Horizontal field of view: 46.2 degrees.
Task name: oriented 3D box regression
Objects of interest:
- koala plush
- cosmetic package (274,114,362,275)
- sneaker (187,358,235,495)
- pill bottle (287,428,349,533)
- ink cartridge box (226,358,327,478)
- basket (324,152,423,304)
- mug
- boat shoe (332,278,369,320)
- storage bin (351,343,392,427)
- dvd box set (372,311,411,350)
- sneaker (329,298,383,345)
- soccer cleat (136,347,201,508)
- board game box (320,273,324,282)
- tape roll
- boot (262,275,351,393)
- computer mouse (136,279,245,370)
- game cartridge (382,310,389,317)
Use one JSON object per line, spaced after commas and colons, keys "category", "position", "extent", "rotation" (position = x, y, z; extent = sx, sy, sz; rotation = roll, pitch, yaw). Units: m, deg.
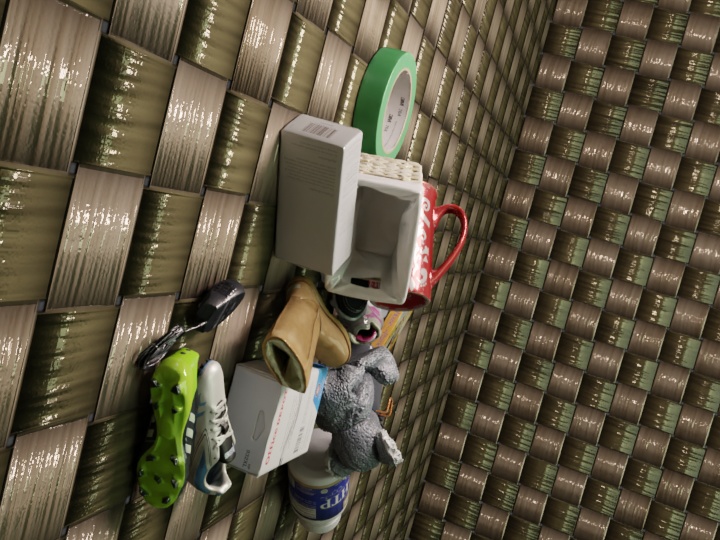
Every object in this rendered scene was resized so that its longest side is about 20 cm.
{"category": "koala plush", "position": [-0.018, 0.264, 1.484], "extent": [0.183, 0.175, 0.204], "rotation": [-22, 93, -62]}
{"category": "cosmetic package", "position": [-0.061, -0.106, 1.202], "extent": [0.074, 0.100, 0.203], "rotation": [-48, 152, -53]}
{"category": "sneaker", "position": [-0.193, 0.207, 1.112], "extent": [0.072, 0.071, 0.204], "rotation": [-44, 146, -56]}
{"category": "pill bottle", "position": [-0.080, 0.410, 1.617], "extent": [0.203, 0.117, 0.120], "rotation": [91, 22, -43]}
{"category": "ink cartridge box", "position": [-0.134, 0.216, 1.298], "extent": [0.200, 0.082, 0.148], "rotation": [5, 101, -73]}
{"category": "basket", "position": [0.024, -0.070, 1.313], "extent": [0.124, 0.132, 0.203], "rotation": [-74, 174, -58]}
{"category": "mug", "position": [0.087, -0.045, 1.466], "extent": [0.133, 0.175, 0.204], "rotation": [30, 56, -50]}
{"category": "boat shoe", "position": [0.000, 0.000, 1.524], "extent": [0.060, 0.075, 0.203], "rotation": [-46, -155, 43]}
{"category": "storage bin", "position": [-0.002, 0.228, 1.695], "extent": [0.200, 0.142, 0.137], "rotation": [60, 39, -69]}
{"category": "dvd box set", "position": [0.074, 0.130, 1.936], "extent": [0.202, 0.029, 0.147], "rotation": [-59, 168, -16]}
{"category": "sneaker", "position": [0.001, 0.104, 1.609], "extent": [0.090, 0.080, 0.200], "rotation": [68, 11, 21]}
{"category": "soccer cleat", "position": [-0.221, 0.189, 1.002], "extent": [0.081, 0.066, 0.204], "rotation": [-53, 157, -66]}
{"category": "board game box", "position": [-0.034, -0.087, 1.433], "extent": [0.202, 0.034, 0.136], "rotation": [85, 26, -53]}
{"category": "tape roll", "position": [0.044, -0.285, 1.484], "extent": [0.200, 0.047, 0.205], "rotation": [16, 89, -74]}
{"category": "boot", "position": [-0.079, 0.120, 1.259], "extent": [0.177, 0.065, 0.201], "rotation": [57, 18, -20]}
{"category": "computer mouse", "position": [-0.204, 0.060, 1.013], "extent": [0.059, 0.034, 0.200], "rotation": [-54, 172, 32]}
{"category": "game cartridge", "position": [0.055, 0.036, 1.864], "extent": [0.200, 0.040, 0.136], "rotation": [-11, 113, -73]}
